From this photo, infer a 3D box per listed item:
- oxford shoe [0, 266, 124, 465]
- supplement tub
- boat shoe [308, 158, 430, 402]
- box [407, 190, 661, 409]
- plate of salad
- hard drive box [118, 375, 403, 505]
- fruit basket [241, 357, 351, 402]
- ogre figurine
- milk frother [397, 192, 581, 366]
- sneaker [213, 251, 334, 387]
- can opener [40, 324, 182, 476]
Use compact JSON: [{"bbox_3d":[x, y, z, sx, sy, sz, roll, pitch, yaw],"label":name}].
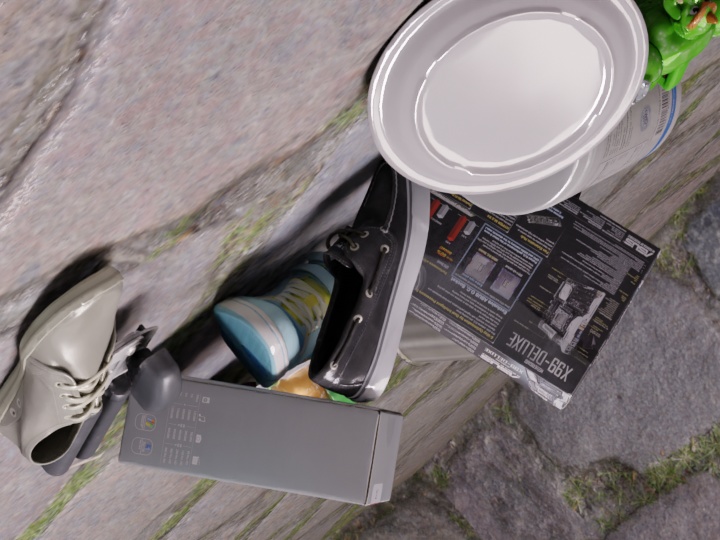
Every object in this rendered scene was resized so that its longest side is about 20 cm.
[{"bbox_3d":[-0.186,0.064,1.177,0.075,0.058,0.200,-30,163,-39],"label":"oxford shoe"},{"bbox_3d":[0.155,-0.126,1.416,0.132,0.132,0.200,-48,167,33],"label":"supplement tub"},{"bbox_3d":[0.000,0.000,1.419,0.070,0.066,0.200,4,-101,61],"label":"boat shoe"},{"bbox_3d":[0.131,-0.002,1.551,0.158,0.200,0.050,-57,175,-18],"label":"box"},{"bbox_3d":[0.099,-0.133,1.246,0.200,0.048,0.200,-11,137,-10],"label":"plate of salad"},{"bbox_3d":[-0.076,0.134,1.472,0.156,0.200,0.077,35,64,-80],"label":"hard drive box"},{"bbox_3d":[-0.084,0.115,1.748,0.200,0.094,0.185,-23,167,-8],"label":"fruit basket"},{"bbox_3d":[0.205,-0.197,1.330,0.200,0.120,0.098,-31,166,-47],"label":"ogre figurine"},{"bbox_3d":[0.125,-0.021,1.784,0.188,0.181,0.200,-6,-132,38],"label":"milk frother"},{"bbox_3d":[-0.047,0.027,1.478,0.131,0.080,0.200,-38,179,-8],"label":"sneaker"},{"bbox_3d":[-0.183,0.104,1.326,0.053,0.067,0.200,-32,167,-36],"label":"can opener"}]
